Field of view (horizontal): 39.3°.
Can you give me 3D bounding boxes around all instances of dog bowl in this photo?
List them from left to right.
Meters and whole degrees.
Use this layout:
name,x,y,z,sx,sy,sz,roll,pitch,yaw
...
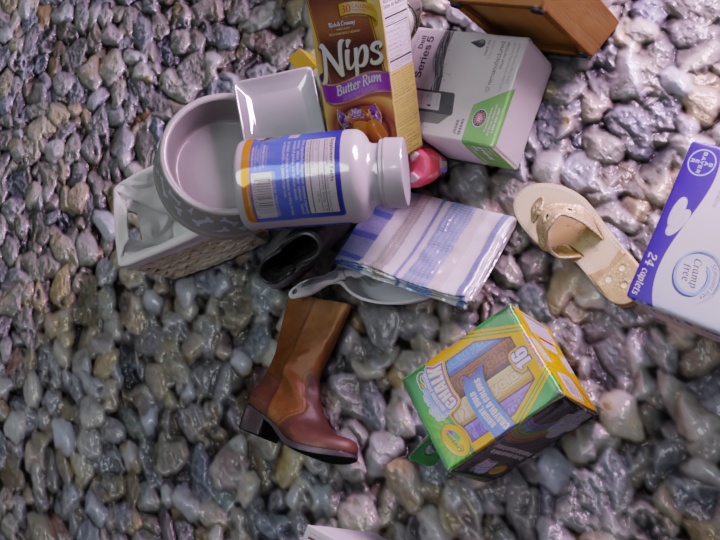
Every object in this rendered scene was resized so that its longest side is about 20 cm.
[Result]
name,x,y,z,sx,sy,sz,roll,pitch,yaw
dog bowl,-0.176,-0.145,1.334,0.199,0.059,0.201,2,71,-7

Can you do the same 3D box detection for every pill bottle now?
name,x,y,z,sx,sy,sz,roll,pitch,yaw
pill bottle,-0.043,-0.109,1.201,0.199,0.112,0.113,-5,71,9

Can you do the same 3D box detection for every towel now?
name,x,y,z,sx,sy,sz,roll,pitch,yaw
towel,0.080,-0.036,1.252,0.199,0.024,0.147,18,59,29

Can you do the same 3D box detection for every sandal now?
name,x,y,z,sx,sy,sz,roll,pitch,yaw
sandal,0.245,-0.044,1.165,0.078,0.070,0.212,-48,56,10

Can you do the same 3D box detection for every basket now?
name,x,y,z,sx,sy,sz,roll,pitch,yaw
basket,-0.241,-0.079,1.450,0.199,0.123,0.136,-20,65,26

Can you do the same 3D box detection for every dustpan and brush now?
name,x,y,z,sx,sy,sz,roll,pitch,yaw
dustpan and brush,0.000,0.000,1.310,0.199,0.057,0.140,-26,62,23

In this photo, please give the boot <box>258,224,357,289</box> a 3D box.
name,x,y,z,sx,sy,sz,roll,pitch,yaw
boot,-0.096,-0.019,1.308,0.070,0.132,0.200,46,130,0

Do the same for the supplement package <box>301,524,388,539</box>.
name,x,y,z,sx,sy,sz,roll,pitch,yaw
supplement package,0.036,0.376,1.108,0.199,0.156,0.111,19,84,35

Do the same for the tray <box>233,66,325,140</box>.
name,x,y,z,sx,sy,sz,roll,pitch,yaw
tray,-0.096,-0.162,1.301,0.107,0.022,0.201,-12,72,-2

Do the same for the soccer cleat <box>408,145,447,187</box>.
name,x,y,z,sx,sy,sz,roll,pitch,yaw
soccer cleat,0.018,-0.139,1.329,0.199,0.076,0.067,5,97,34

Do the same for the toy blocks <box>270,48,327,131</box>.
name,x,y,z,sx,sy,sz,roll,pitch,yaw
toy blocks,-0.065,-0.214,1.411,0.200,0.100,0.137,-38,69,19

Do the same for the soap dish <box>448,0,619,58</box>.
name,x,y,z,sx,sy,sz,roll,pitch,yaw
soap dish,0.202,-0.323,1.205,0.157,0.200,0.082,16,89,34

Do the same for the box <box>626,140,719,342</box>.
name,x,y,z,sx,sy,sz,roll,pitch,yaw
box,0.408,-0.012,1.031,0.199,0.105,0.185,23,88,35

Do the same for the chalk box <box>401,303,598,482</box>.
name,x,y,z,sx,sy,sz,roll,pitch,yaw
chalk box,0.139,0.154,1.135,0.200,0.124,0.124,-36,59,16

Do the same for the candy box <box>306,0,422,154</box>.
name,x,y,z,sx,sy,sz,roll,pitch,yaw
candy box,0.006,-0.244,1.231,0.116,0.056,0.201,14,124,37

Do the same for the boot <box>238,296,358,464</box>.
name,x,y,z,sx,sy,sz,roll,pitch,yaw
boot,-0.050,0.139,1.312,0.188,0.068,0.201,12,74,42

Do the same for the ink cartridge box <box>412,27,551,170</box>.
name,x,y,z,sx,sy,sz,roll,pitch,yaw
ink cartridge box,0.122,-0.224,1.290,0.199,0.084,0.146,15,83,35

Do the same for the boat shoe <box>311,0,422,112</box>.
name,x,y,z,sx,sy,sz,roll,pitch,yaw
boat shoe,0.009,-0.276,1.297,0.072,0.060,0.202,46,132,-4
